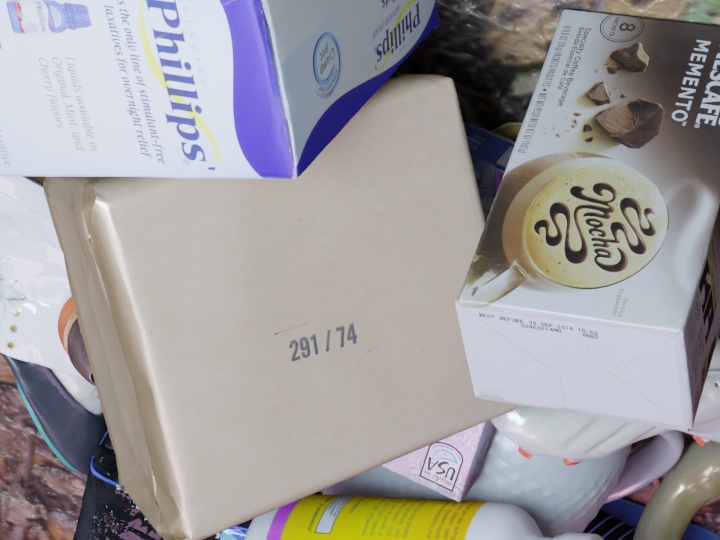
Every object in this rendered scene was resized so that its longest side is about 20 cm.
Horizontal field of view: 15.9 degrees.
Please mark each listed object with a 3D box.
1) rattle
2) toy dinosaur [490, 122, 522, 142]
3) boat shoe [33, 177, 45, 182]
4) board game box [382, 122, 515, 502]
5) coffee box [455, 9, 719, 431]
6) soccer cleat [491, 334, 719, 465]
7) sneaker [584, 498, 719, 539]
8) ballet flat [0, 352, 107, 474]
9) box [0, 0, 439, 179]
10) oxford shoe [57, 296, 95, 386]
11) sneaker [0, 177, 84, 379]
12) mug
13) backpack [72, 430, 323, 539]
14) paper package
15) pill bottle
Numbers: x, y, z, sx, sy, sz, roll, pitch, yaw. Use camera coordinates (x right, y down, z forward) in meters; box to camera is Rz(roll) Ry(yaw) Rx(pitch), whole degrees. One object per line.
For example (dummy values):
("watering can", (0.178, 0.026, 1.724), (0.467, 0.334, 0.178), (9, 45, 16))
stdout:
("rattle", (0.225, 0.208, 1.563), (0.130, 0.201, 0.143), (2, 149, 38))
("toy dinosaur", (0.090, -0.038, 1.438), (0.199, 0.058, 0.102), (-9, 122, 27))
("boat shoe", (-0.186, -0.096, 1.410), (0.071, 0.065, 0.200), (40, 170, -25))
("board game box", (0.000, 0.000, 1.426), (0.199, 0.043, 0.200), (24, 119, 12))
("coffee box", (0.131, -0.029, 1.278), (0.112, 0.201, 0.080), (8, 142, 19))
("soccer cleat", (0.159, 0.061, 1.403), (0.199, 0.070, 0.078), (1, 143, -30))
("sneaker", (0.143, 0.189, 1.692), (0.199, 0.078, 0.070), (16, 147, 6))
("ballet flat", (-0.200, 0.043, 1.656), (0.073, 0.073, 0.201), (-13, 116, 40))
("box", (-0.090, -0.129, 1.255), (0.199, 0.184, 0.106), (2, 119, 25))
("oxford shoe", (-0.079, 0.047, 1.556), (0.198, 0.073, 0.072), (-5, 120, -15))
("sneaker", (-0.213, -0.009, 1.562), (0.199, 0.074, 0.116), (34, 101, -20))
("mug", (0.103, 0.108, 1.559), (0.199, 0.148, 0.175), (7, 144, -30))
("backpack", (-0.075, 0.159, 1.671), (0.199, 0.183, 0.135), (16, 113, 1))
("paper package", (-0.039, 0.009, 1.299), (0.103, 0.199, 0.192), (27, 133, 62))
("pill bottle", (0.038, 0.181, 1.456), (0.199, 0.105, 0.105), (0, 142, 23))
